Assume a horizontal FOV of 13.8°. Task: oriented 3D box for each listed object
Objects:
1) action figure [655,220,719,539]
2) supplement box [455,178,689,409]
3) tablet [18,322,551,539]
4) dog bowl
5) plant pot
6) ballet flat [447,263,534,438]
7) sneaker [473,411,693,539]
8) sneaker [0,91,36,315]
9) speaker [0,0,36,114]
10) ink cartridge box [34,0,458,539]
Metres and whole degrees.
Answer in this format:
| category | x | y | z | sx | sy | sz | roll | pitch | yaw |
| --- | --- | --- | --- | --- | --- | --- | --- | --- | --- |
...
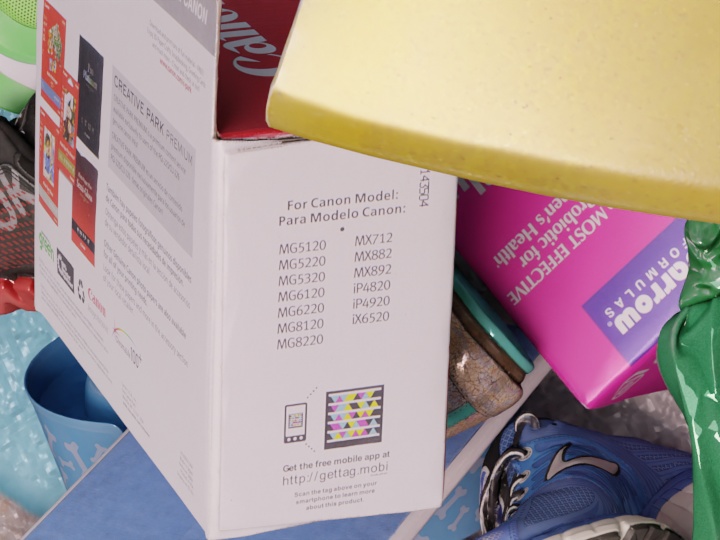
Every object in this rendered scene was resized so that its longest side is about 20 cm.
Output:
| category | x | y | z | sx | sy | sz | roll | pitch | yaw |
| --- | --- | --- | --- | --- | --- | --- | --- | --- | --- |
| action figure | 0.149 | 0.072 | 0.981 | 0.117 | 0.055 | 0.201 | -19 | 95 | 14 |
| supplement box | 0.070 | -0.060 | 1.068 | 0.101 | 0.103 | 0.200 | -44 | 77 | 19 |
| tablet | -0.026 | 0.067 | 1.036 | 0.129 | 0.200 | 0.014 | 9 | 124 | 28 |
| dog bowl | -0.032 | 0.061 | 1.125 | 0.199 | 0.111 | 0.050 | 7 | 116 | 24 |
| plant pot | 0.110 | -0.108 | 0.789 | 0.175 | 0.200 | 0.201 | 23 | 103 | 10 |
| ballet flat | 0.000 | 0.000 | 1.070 | 0.067 | 0.200 | 0.068 | -42 | 120 | 8 |
| sneaker | 0.069 | 0.099 | 1.027 | 0.089 | 0.200 | 0.079 | 23 | 104 | 24 |
| sneaker | -0.130 | -0.026 | 1.163 | 0.200 | 0.071 | 0.099 | 5 | 109 | 42 |
| speaker | -0.091 | -0.156 | 1.148 | 0.088 | 0.088 | 0.200 | 46 | 111 | 15 |
| ink cartridge box | -0.042 | -0.036 | 0.971 | 0.200 | 0.083 | 0.177 | -135 | 43 | -59 |
